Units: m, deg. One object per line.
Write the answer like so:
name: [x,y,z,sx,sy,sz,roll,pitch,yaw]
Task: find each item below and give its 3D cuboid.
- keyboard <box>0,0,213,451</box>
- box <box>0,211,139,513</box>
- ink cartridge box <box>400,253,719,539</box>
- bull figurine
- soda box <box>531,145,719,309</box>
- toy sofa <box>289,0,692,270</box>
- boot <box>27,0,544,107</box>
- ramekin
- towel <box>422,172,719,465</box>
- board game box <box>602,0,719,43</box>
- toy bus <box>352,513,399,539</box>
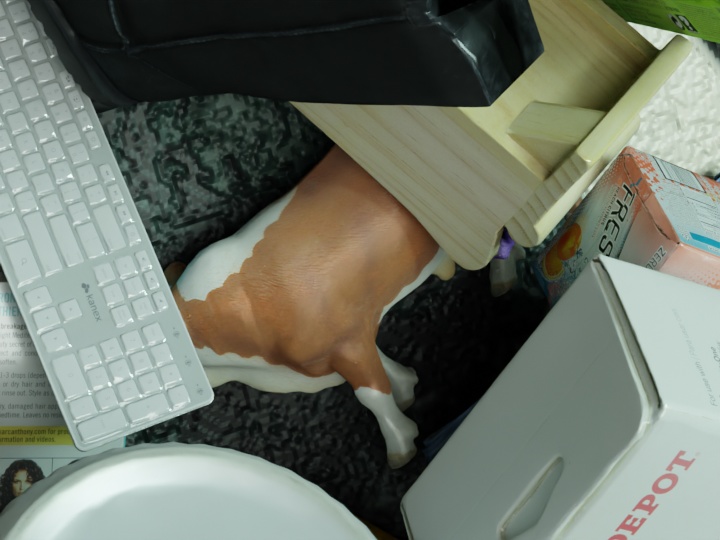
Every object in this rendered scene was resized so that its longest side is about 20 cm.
keyboard: [-0.118,-0.032,0.993,0.056,0.011,0.200,-19,80,-23]
box: [-0.137,0.073,1.033,0.082,0.049,0.200,1,101,-19]
ink cartridge box: [0.138,0.091,0.987,0.200,0.088,0.145,14,127,-30]
bull figurine: [0.000,0.000,1.054,0.200,0.065,0.121,-46,111,-3]
soda box: [0.169,0.021,1.038,0.200,0.064,0.068,19,121,-31]
toy sofa: [0.016,-0.102,1.001,0.200,0.098,0.083,41,54,1]
boot: [-0.050,-0.124,0.909,0.066,0.200,0.165,-56,128,-25]
ramekin: [-0.065,0.153,0.938,0.202,0.094,0.202,9,54,-13]
towel: [0.124,0.056,1.094,0.200,0.049,0.112,-42,112,-22]
board game box: [0.103,-0.139,0.985,0.048,0.200,0.102,-46,110,-5]
toy bus: [0.014,0.157,1.088,0.200,0.065,0.078,31,91,-20]
